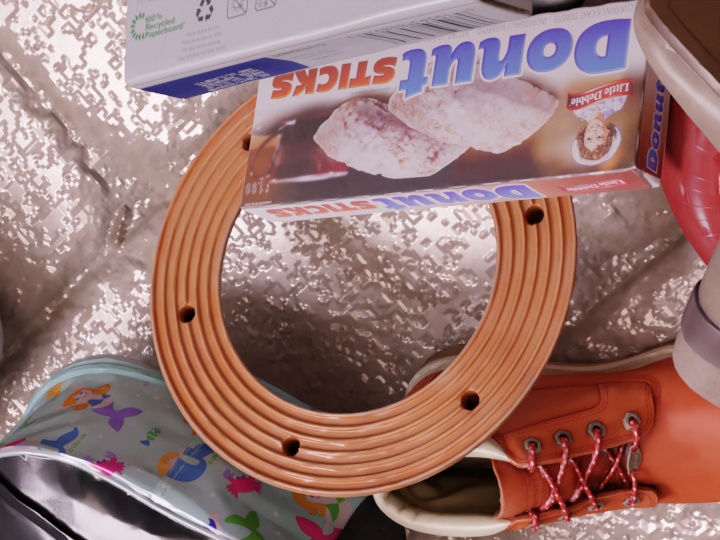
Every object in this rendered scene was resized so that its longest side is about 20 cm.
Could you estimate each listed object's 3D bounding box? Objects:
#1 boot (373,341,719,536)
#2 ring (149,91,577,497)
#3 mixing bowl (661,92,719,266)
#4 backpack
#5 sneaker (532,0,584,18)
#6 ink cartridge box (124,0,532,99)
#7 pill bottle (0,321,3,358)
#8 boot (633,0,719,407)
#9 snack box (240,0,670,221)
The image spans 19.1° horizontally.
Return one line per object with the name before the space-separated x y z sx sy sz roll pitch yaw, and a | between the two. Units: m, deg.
boot | 0.103 0.082 0.927 0.199 0.107 0.075 -2 109 21
ring | 0.000 0.000 0.928 0.199 0.019 0.201 -7 71 20
mixing bowl | 0.197 -0.050 0.833 0.199 0.108 0.201 8 113 19
backpack | -0.085 0.132 0.992 0.199 0.151 0.178 21 132 7
sneaker | 0.086 -0.199 0.838 0.108 0.067 0.202 35 122 2
ink cartridge box | -0.017 -0.182 0.851 0.199 0.040 0.201 -7 80 43
pill bottle | -0.270 0.083 1.072 0.116 0.116 0.200 38 120 3
boot | 0.152 -0.005 0.752 0.200 0.070 0.146 34 142 -3
snack box | 0.036 -0.063 0.881 0.199 0.024 0.072 -4 70 38
